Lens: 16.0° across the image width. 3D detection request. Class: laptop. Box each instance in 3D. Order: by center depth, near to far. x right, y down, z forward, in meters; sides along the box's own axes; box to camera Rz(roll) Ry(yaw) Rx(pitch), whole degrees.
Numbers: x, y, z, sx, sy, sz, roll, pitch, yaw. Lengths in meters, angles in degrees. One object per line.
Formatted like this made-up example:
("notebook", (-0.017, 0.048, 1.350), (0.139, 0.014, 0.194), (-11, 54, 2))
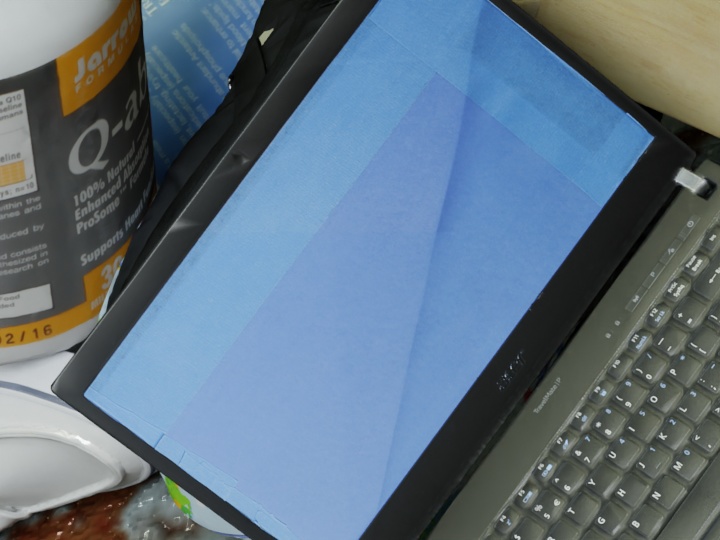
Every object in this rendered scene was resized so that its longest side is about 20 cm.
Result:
("laptop", (0.048, 0.028, 0.725), (0.200, 0.103, 0.177), (34, 86, 41))

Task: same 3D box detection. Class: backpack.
("backpack", (0.000, 0.000, 0.858), (0.163, 0.154, 0.200), (3, 31, 28))

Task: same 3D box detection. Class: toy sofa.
("toy sofa", (0.124, -0.084, 0.808), (0.200, 0.083, 0.098), (24, 48, 4))

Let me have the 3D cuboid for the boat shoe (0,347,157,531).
("boat shoe", (-0.149, 0.076, 0.933), (0.200, 0.074, 0.065), (-11, 45, 42))

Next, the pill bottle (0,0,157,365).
("pill bottle", (-0.128, -0.072, 0.838), (0.116, 0.200, 0.117), (0, 49, 0))

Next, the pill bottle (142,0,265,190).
("pill bottle", (-0.078, -0.070, 1.005), (0.200, 0.112, 0.112), (-40, 37, -11))
